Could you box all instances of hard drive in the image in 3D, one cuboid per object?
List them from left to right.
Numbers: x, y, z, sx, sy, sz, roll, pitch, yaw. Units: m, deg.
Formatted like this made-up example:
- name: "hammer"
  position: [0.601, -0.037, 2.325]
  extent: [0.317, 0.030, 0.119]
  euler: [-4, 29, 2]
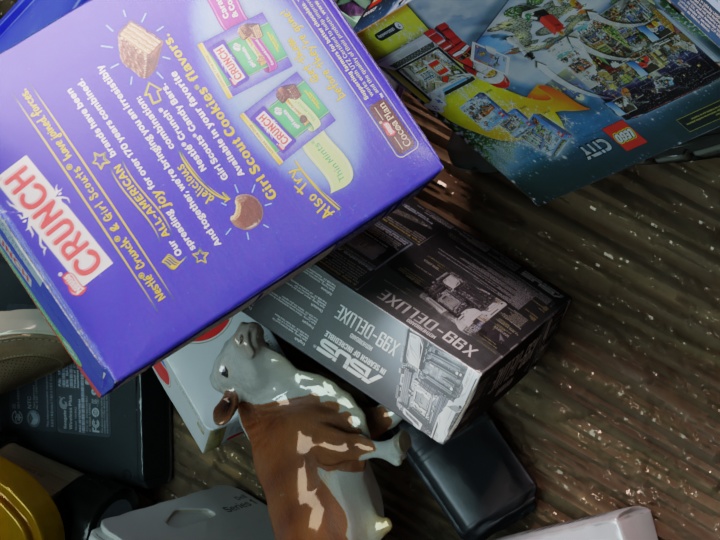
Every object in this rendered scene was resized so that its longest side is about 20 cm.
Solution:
- name: "hard drive"
  position: [-0.207, 0.057, 1.715]
  extent: [0.200, 0.033, 0.140]
  euler: [4, 98, 32]

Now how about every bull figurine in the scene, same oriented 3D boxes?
- name: "bull figurine"
  position: [-0.014, 0.118, 1.525]
  extent: [0.121, 0.065, 0.201]
  euler: [-7, 102, 34]

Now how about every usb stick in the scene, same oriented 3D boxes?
- name: "usb stick"
  position: [0.028, 0.062, 1.555]
  extent: [0.200, 0.055, 0.033]
  euler: [55, 163, 14]

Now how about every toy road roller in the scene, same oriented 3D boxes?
- name: "toy road roller"
  position: [-0.227, 0.201, 1.659]
  extent: [0.123, 0.146, 0.201]
  euler: [21, 121, 25]

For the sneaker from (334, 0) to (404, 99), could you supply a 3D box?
- name: "sneaker"
  position: [-0.004, -0.160, 1.474]
  extent: [0.074, 0.088, 0.201]
  euler: [9, 70, 5]

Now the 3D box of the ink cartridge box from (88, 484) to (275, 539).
- name: "ink cartridge box"
  position: [-0.110, 0.241, 1.609]
  extent: [0.084, 0.146, 0.201]
  euler: [26, 110, 26]

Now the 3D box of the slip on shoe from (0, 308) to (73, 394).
- name: "slip on shoe"
  position: [-0.255, 0.077, 1.656]
  extent: [0.199, 0.076, 0.061]
  euler: [-15, 66, 9]

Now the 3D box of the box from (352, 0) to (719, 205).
- name: "box"
  position: [0.099, -0.110, 1.323]
  extent: [0.137, 0.038, 0.200]
  euler: [39, 151, -17]

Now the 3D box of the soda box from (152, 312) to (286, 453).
- name: "soda box"
  position: [-0.113, 0.003, 1.608]
  extent: [0.064, 0.068, 0.200]
  euler: [-30, 80, -13]

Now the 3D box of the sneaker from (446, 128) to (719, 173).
- name: "sneaker"
  position: [0.130, -0.093, 1.454]
  extent: [0.200, 0.075, 0.080]
  euler: [0, 94, 33]

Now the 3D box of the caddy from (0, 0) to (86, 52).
- name: "caddy"
  position: [-0.143, -0.086, 1.497]
  extent: [0.200, 0.105, 0.142]
  euler: [-42, 34, 33]

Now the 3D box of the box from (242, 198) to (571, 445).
- name: "box"
  position: [0.000, 0.000, 1.476]
  extent: [0.200, 0.158, 0.050]
  euler: [33, 113, 10]

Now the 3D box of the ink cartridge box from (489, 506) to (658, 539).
- name: "ink cartridge box"
  position: [0.111, 0.243, 1.526]
  extent: [0.162, 0.057, 0.201]
  euler: [-18, 82, 33]

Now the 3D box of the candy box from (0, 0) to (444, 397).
- name: "candy box"
  position: [-0.090, -0.060, 1.362]
  extent: [0.169, 0.200, 0.077]
  euler: [56, 164, 3]
